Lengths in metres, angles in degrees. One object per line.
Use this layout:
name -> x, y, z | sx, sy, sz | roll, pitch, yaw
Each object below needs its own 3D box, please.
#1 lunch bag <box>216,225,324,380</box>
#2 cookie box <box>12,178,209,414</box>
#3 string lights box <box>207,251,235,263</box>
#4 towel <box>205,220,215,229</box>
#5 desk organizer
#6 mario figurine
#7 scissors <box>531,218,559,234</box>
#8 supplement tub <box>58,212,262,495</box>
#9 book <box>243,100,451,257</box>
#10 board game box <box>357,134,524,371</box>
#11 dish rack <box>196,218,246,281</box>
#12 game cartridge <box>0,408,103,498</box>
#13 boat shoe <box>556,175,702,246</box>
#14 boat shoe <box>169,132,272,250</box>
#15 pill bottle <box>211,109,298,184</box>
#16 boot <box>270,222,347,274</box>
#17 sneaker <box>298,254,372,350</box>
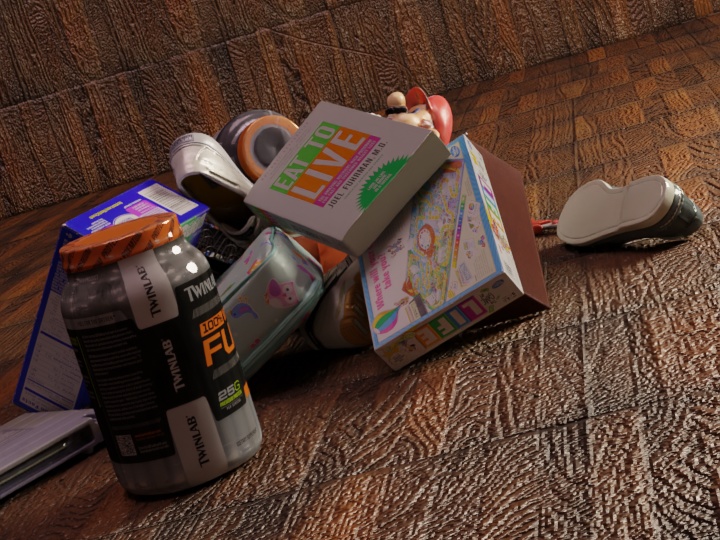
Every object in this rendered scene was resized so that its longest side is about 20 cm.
lunch bag -> -0.109, 0.042, 1.482 | 0.160, 0.077, 0.200 | -48, 7, 4
cookie box -> -0.239, 0.033, 1.514 | 0.075, 0.201, 0.171 | 27, 26, 13
string lights box -> -0.156, 0.010, 1.865 | 0.102, 0.059, 0.200 | -15, 11, 14
towel -> -0.267, 0.017, 1.822 | 0.200, 0.050, 0.148 | -44, 4, -37
desk organizer -> 0.114, -0.028, 1.468 | 0.072, 0.077, 0.200 | -44, 32, 30
mario figurine -> 0.016, -0.153, 1.764 | 0.200, 0.106, 0.123 | -31, 51, -28
scissors -> 0.210, -0.052, 1.731 | 0.199, 0.014, 0.073 | -11, 10, 36
supplement tub -> -0.160, 0.063, 1.232 | 0.122, 0.201, 0.123 | -16, 12, 3
book -> -0.017, -0.086, 1.490 | 0.134, 0.048, 0.200 | -49, 31, -12
board game box -> 0.063, -0.019, 1.400 | 0.134, 0.034, 0.200 | -31, 37, 18
dish rack -> -0.146, -0.014, 1.687 | 0.153, 0.055, 0.200 | 21, 22, -21
game cartridge -> -0.326, 0.175, 1.380 | 0.129, 0.039, 0.200 | -13, 11, 41
boat shoe -> 0.266, -0.051, 1.574 | 0.062, 0.073, 0.200 | 25, -14, -21
boat shoe -> -0.121, -0.055, 1.597 | 0.071, 0.200, 0.070 | -28, 41, 18
pill bottle -> -0.118, -0.113, 1.709 | 0.106, 0.107, 0.200 | -21, 0, -20
boot -> -0.014, -0.072, 1.638 | 0.075, 0.108, 0.200 | 14, 48, 40
sneaker -> 0.000, 0.000, 1.535 | 0.087, 0.076, 0.200 | -18, 27, 39
